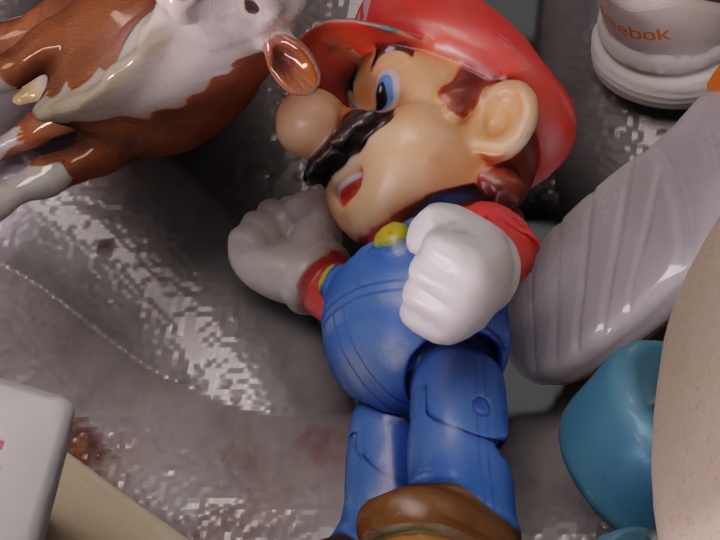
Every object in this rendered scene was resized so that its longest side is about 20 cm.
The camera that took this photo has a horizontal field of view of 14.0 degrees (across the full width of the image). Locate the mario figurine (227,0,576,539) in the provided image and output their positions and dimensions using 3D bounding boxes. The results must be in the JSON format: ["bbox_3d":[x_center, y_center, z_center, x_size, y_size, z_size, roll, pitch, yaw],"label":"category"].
[{"bbox_3d":[0.000,0.000,0.857,0.123,0.106,0.201,-11,57,23],"label":"mario figurine"}]

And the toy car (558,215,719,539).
[{"bbox_3d":[0.177,0.062,0.766,0.199,0.185,0.177,33,32,-11],"label":"toy car"}]

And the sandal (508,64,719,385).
[{"bbox_3d":[0.133,-0.030,0.884,0.206,0.059,0.079,-40,35,10],"label":"sandal"}]

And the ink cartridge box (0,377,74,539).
[{"bbox_3d":[-0.166,0.114,0.728,0.144,0.088,0.201,17,61,-6],"label":"ink cartridge box"}]

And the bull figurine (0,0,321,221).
[{"bbox_3d":[-0.077,-0.063,0.900,0.121,0.200,0.065,-25,97,-5],"label":"bull figurine"}]

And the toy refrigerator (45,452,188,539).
[{"bbox_3d":[-0.111,0.085,0.852,0.200,0.070,0.076,31,74,31],"label":"toy refrigerator"}]

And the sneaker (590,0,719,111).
[{"bbox_3d":[0.138,-0.145,0.948,0.073,0.080,0.200,19,60,28],"label":"sneaker"}]
